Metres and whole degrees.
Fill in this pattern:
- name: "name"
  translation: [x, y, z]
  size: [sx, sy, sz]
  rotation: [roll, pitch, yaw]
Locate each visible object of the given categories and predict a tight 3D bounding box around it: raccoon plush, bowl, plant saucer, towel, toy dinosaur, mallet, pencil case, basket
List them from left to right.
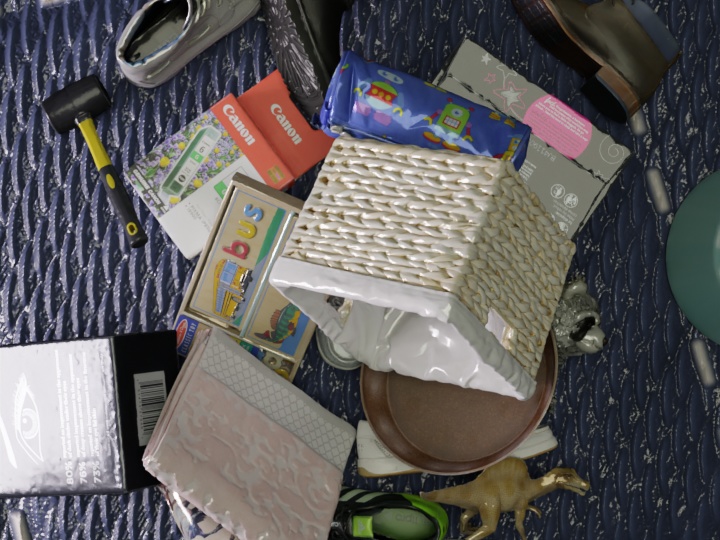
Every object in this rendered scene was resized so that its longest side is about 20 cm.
- name: "mallet"
  translation: [-0.260, -0.101, 1.597]
  size: [0.066, 0.041, 0.200]
  rotation: [-22, 63, 4]
- name: "pencil case"
  translation: [-0.143, 0.242, 1.583]
  size: [0.089, 0.078, 0.200]
  rotation: [-27, 73, -14]
- name: "towel"
  translation: [-0.098, 0.170, 1.542]
  size: [0.200, 0.191, 0.032]
  rotation: [39, 130, -17]
- name: "pencil case"
  translation: [0.056, -0.132, 1.507]
  size: [0.200, 0.078, 0.087]
  rotation: [22, 59, 2]
- name: "basket"
  translation: [0.061, -0.003, 1.480]
  size: [0.200, 0.198, 0.161]
  rotation: [9, 69, 33]
- name: "plant saucer"
  translation: [0.097, 0.100, 1.559]
  size: [0.200, 0.034, 0.201]
  rotation: [-9, 67, 22]
- name: "toy dinosaur"
  translation: [0.123, 0.224, 1.584]
  size: [0.200, 0.058, 0.101]
  rotation: [-2, 118, -29]
- name: "raccoon plush"
  translation: [0.142, 0.053, 1.613]
  size: [0.200, 0.097, 0.134]
  rotation: [20, 80, 0]
- name: "bowl"
  translation: [0.411, -0.016, 1.609]
  size: [0.200, 0.105, 0.201]
  rotation: [0, 88, -1]

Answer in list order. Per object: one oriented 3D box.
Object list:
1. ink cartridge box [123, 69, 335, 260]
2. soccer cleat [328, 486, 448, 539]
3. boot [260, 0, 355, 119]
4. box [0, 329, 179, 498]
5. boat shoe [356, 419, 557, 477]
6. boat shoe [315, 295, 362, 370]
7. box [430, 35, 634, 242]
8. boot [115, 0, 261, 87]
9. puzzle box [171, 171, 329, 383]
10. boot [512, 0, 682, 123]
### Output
- name: "ink cartridge box"
  translation: [-0.123, -0.112, 1.628]
  size: [0.200, 0.050, 0.109]
  rotation: [-37, 89, -1]
- name: "soccer cleat"
  translation: [-0.013, 0.244, 1.604]
  size: [0.200, 0.081, 0.068]
  rotation: [0, 88, 1]
- name: "boot"
  translation: [-0.012, -0.267, 1.616]
  size: [0.158, 0.079, 0.211]
  rotation: [-22, 104, -22]
- name: "box"
  translation: [-0.276, 0.137, 1.554]
  size: [0.200, 0.104, 0.148]
  rotation: [-5, 89, 29]
- name: "boat shoe"
  translation: [0.094, 0.161, 1.615]
  size: [0.200, 0.071, 0.069]
  rotation: [-6, 85, -2]
- name: "boat shoe"
  translation: [0.002, 0.000, 1.620]
  size: [0.074, 0.065, 0.202]
  rotation: [17, 90, 0]
- name: "box"
  translation: [0.145, -0.114, 1.602]
  size: [0.200, 0.115, 0.132]
  rotation: [35, 89, 2]
- name: "boot"
  translation: [-0.158, -0.259, 1.609]
  size: [0.074, 0.096, 0.200]
  rotation: [44, 88, 0]
- name: "puzzle box"
  translation: [-0.098, 0.017, 1.597]
  size: [0.133, 0.025, 0.200]
  rotation: [23, 114, 1]
- name: "boot"
  translation: [0.232, -0.252, 1.637]
  size: [0.097, 0.075, 0.200]
  rotation: [-41, 97, -14]
